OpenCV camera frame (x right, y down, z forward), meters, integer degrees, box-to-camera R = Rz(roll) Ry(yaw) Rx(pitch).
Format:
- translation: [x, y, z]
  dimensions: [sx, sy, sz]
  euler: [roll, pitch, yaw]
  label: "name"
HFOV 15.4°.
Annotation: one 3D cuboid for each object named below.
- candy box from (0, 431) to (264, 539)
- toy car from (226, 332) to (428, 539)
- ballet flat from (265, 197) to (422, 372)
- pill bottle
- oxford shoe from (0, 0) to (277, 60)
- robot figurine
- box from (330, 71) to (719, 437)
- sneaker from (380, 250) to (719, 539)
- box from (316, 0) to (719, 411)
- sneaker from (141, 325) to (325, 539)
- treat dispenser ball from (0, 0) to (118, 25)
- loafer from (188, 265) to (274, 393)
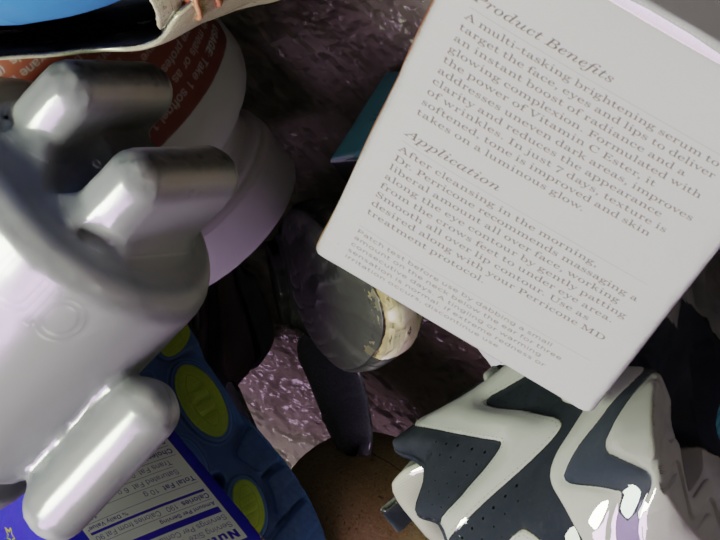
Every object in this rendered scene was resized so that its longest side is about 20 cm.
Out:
- translation: [-0.129, 0.109, 1.083]
  dimensions: [0.200, 0.077, 0.169]
  euler: [48, 144, 31]
  label: "candy box"
- translation: [0.024, 0.113, 1.176]
  dimensions: [0.200, 0.158, 0.164]
  euler: [51, 144, -2]
  label: "toy car"
- translation: [0.000, 0.000, 1.037]
  dimensions: [0.200, 0.057, 0.067]
  euler: [-160, 58, -81]
  label: "ballet flat"
- translation: [-0.116, -0.084, 1.017]
  dimensions: [0.112, 0.112, 0.200]
  euler: [-5, 134, 47]
  label: "pill bottle"
- translation: [-0.045, -0.106, 0.892]
  dimensions: [0.200, 0.074, 0.071]
  euler: [-15, 126, 12]
  label: "oxford shoe"
- translation: [-0.133, 0.012, 0.944]
  dimensions: [0.200, 0.113, 0.170]
  euler: [-46, 68, 24]
  label: "robot figurine"
- translation: [0.080, 0.006, 1.036]
  dimensions: [0.082, 0.049, 0.200]
  euler: [-2, 137, 44]
  label: "box"
- translation: [0.066, 0.045, 0.933]
  dimensions: [0.130, 0.199, 0.079]
  euler: [-23, 126, 25]
  label: "sneaker"
- translation: [0.084, -0.078, 0.802]
  dimensions: [0.106, 0.152, 0.200]
  euler: [30, 150, 2]
  label: "box"
- translation: [-0.077, 0.089, 1.134]
  dimensions: [0.200, 0.071, 0.083]
  euler: [60, 156, 6]
  label: "sneaker"
- translation: [-0.112, -0.172, 0.790]
  dimensions: [0.201, 0.201, 0.201]
  euler: [23, 149, 15]
  label: "treat dispenser ball"
- translation: [-0.092, -0.007, 1.160]
  dimensions: [0.072, 0.063, 0.200]
  euler: [14, 146, 32]
  label: "loafer"
